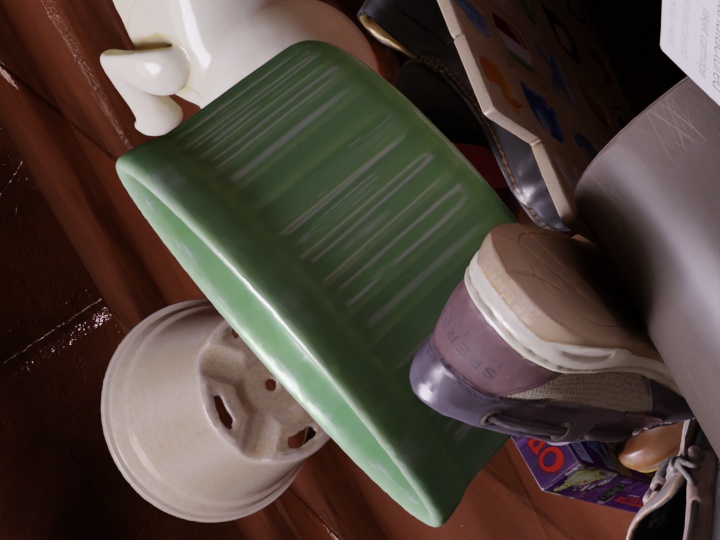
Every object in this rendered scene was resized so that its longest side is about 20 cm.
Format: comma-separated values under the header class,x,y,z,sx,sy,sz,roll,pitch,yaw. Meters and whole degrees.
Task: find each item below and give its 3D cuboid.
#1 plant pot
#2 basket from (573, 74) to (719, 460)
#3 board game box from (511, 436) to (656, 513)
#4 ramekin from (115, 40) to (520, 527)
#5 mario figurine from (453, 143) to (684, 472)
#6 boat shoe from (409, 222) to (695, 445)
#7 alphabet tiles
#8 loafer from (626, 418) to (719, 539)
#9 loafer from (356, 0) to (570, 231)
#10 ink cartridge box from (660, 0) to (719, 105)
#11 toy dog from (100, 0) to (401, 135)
class,x,y,z,sx,sy,sz,roll,pitch,yaw
plant pot,-0.101,0.108,1.841,0.201,0.200,0.183,57,156,-3
basket,0.170,0.025,0.697,0.200,0.136,0.180,57,157,14
board game box,0.078,0.029,1.084,0.120,0.032,0.200,15,-140,-55
ramekin,0.000,0.000,0.891,0.200,0.098,0.200,47,172,9
mario figurine,0.081,0.004,1.018,0.200,0.106,0.123,56,156,-17
boat shoe,0.076,0.030,0.772,0.072,0.065,0.200,56,-162,20
alphabet tiles,0.067,-0.086,0.818,0.166,0.006,0.200,27,-143,-54
loafer,0.126,0.103,0.800,0.200,0.063,0.072,-83,-7,-64
loafer,0.049,-0.073,0.885,0.073,0.072,0.200,48,-165,-33
ink cartridge box,0.173,-0.058,0.572,0.200,0.085,0.146,47,165,27
toy dog,-0.065,-0.149,1.187,0.194,0.139,0.200,-39,82,41
